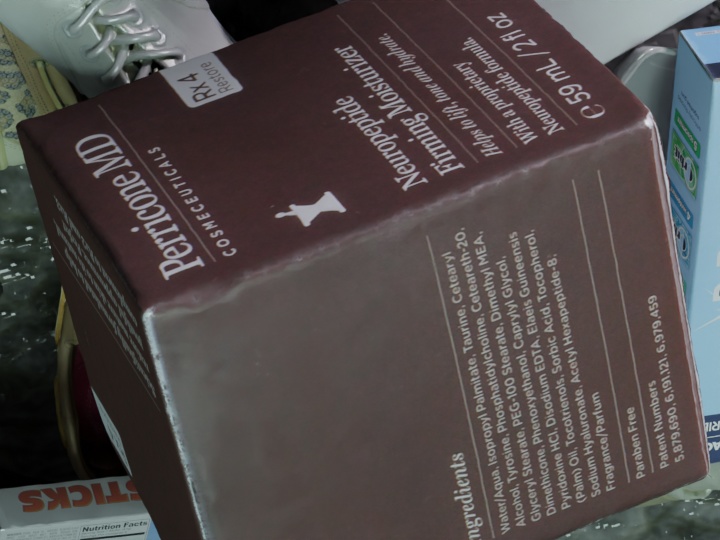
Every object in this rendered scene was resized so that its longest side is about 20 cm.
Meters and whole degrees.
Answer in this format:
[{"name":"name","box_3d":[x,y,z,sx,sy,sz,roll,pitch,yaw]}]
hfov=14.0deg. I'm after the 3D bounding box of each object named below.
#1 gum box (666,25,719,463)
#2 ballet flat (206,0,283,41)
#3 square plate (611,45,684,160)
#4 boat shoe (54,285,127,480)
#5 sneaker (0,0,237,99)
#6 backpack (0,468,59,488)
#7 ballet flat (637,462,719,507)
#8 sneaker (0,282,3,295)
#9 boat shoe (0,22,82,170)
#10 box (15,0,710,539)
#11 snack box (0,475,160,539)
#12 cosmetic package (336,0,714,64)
[{"name":"gum box","box_3d":[0.211,-0.017,1.238,0.169,0.045,0.200,-9,126,-13]},{"name":"ballet flat","box_3d":[-0.065,-0.156,1.198,0.066,0.057,0.200,-17,137,-18]},{"name":"square plate","box_3d":[0.132,-0.023,1.294,0.200,0.028,0.198,3,133,-43]},{"name":"boat shoe","box_3d":[-0.099,0.018,1.310,0.074,0.069,0.200,1,129,-9]},{"name":"sneaker","box_3d":[-0.088,-0.092,1.151,0.073,0.071,0.200,-41,139,10]},{"name":"backpack","box_3d":[-0.163,0.170,1.349,0.199,0.176,0.154,-1,98,-17]},{"name":"ballet flat","box_3d":[0.176,0.060,1.357,0.069,0.070,0.200,19,127,-21]},{"name":"sneaker","box_3d":[-0.185,-0.015,1.233,0.084,0.077,0.200,32,155,3]},{"name":"boat shoe","box_3d":[-0.148,-0.123,1.197,0.063,0.073,0.200,-11,141,-10]},{"name":"box","box_3d":[0.002,0.010,1.107,0.200,0.166,0.165,-21,124,-13]},{"name":"snack box","box_3d":[-0.066,0.114,1.260,0.199,0.024,0.072,-4,139,-22]},{"name":"cosmetic package","box_3d":[0.090,-0.152,1.186,0.200,0.081,0.113,-30,120,18]}]
